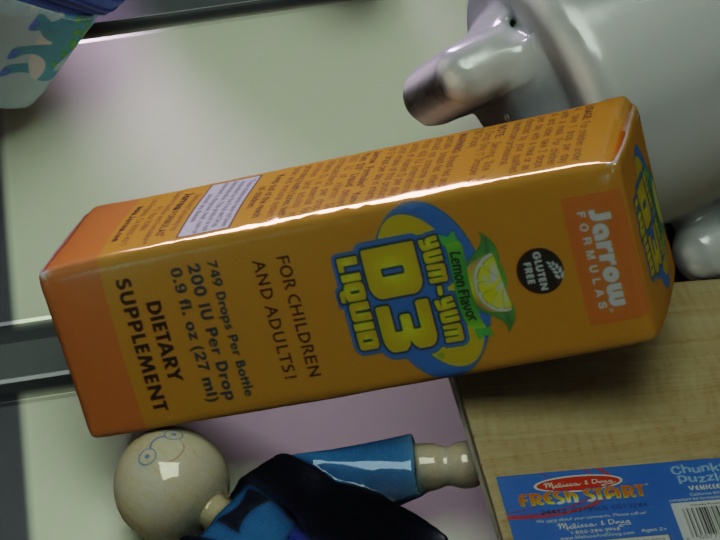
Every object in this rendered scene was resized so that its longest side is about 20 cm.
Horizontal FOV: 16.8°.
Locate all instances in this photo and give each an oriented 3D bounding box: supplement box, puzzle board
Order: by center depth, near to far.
[{"bbox_3d":[0.133,0.049,0.805,0.199,0.017,0.151,-5,33,-6],"label":"puzzle board"},{"bbox_3d":[0.000,0.000,0.810,0.199,0.067,0.069,-12,18,14],"label":"supplement box"}]

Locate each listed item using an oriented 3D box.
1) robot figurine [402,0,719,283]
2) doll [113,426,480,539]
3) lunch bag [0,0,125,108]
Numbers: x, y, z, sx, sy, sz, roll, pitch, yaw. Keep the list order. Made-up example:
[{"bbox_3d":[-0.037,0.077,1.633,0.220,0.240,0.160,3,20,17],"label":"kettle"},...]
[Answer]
[{"bbox_3d":[0.117,-0.083,0.878,0.199,0.113,0.170,-23,94,-14],"label":"robot figurine"},{"bbox_3d":[0.000,0.103,0.780,0.199,0.049,0.137,25,60,32],"label":"doll"},{"bbox_3d":[-0.183,-0.160,0.932,0.082,0.160,0.200,-46,52,24],"label":"lunch bag"}]
